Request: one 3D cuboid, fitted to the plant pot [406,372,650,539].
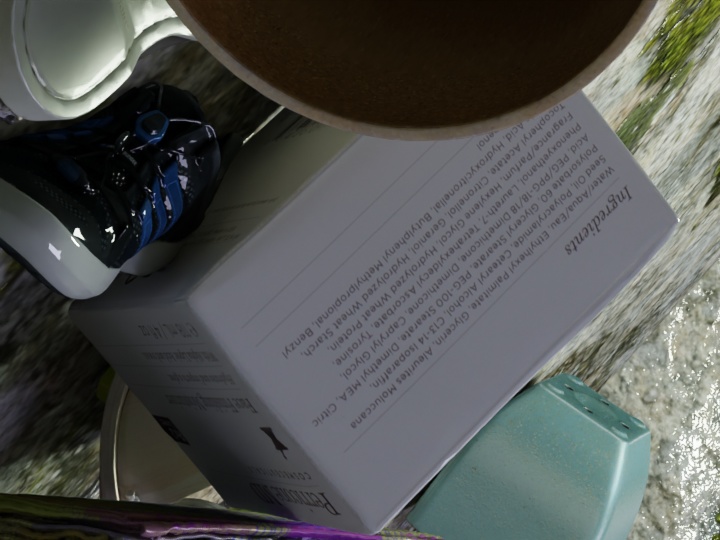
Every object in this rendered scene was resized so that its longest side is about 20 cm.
[{"bbox_3d":[0.202,0.225,2.359,0.201,0.195,0.196,-59,164,14],"label":"plant pot"}]

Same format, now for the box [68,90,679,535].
[{"bbox_3d":[0.000,0.000,1.000,0.200,0.131,0.199,-44,-168,-18],"label":"box"}]

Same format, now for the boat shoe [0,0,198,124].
[{"bbox_3d":[-0.088,-0.100,0.744,0.201,0.060,0.072,-42,125,-60],"label":"boat shoe"}]

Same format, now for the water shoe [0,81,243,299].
[{"bbox_3d":[-0.099,-0.042,0.863,0.079,0.071,0.200,-52,177,8],"label":"water shoe"}]

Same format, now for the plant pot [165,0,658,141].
[{"bbox_3d":[0.039,-0.169,0.742,0.187,0.186,0.200,-56,179,33],"label":"plant pot"}]

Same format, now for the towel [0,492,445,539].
[{"bbox_3d":[-0.076,0.120,1.011,0.199,0.143,0.023,10,83,-44],"label":"towel"}]

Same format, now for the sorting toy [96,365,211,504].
[{"bbox_3d":[-0.068,0.056,1.187,0.199,0.108,0.180,-24,176,-13],"label":"sorting toy"}]

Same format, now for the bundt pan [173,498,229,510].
[{"bbox_3d":[-0.120,0.202,1.165,0.203,0.076,0.202,-55,176,-6],"label":"bundt pan"}]
